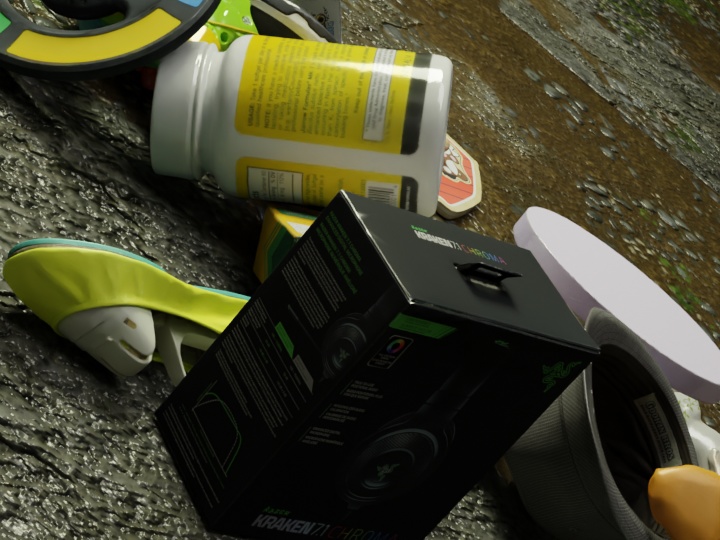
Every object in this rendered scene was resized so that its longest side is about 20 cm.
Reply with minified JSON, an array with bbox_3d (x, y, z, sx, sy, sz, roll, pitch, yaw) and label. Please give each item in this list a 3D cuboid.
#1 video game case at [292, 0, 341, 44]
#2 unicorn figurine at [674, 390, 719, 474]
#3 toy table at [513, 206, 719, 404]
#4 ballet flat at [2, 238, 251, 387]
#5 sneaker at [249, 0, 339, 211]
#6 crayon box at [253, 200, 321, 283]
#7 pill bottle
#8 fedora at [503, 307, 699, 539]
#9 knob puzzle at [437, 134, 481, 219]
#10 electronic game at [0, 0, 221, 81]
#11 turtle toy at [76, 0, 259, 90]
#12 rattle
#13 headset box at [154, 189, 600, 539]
[{"bbox_3d":[-0.047,-0.207,1.556,0.045,0.182,0.200,-6,35,-5],"label":"video game case"},{"bbox_3d":[0.293,0.151,1.580,0.200,0.074,0.137,32,29,16],"label":"unicorn figurine"},{"bbox_3d":[0.169,0.059,1.471,0.200,0.117,0.184,46,23,16],"label":"toy table"},{"bbox_3d":[-0.121,0.034,1.139,0.200,0.067,0.067,19,52,-45],"label":"ballet flat"},{"bbox_3d":[-0.041,-0.114,1.434,0.072,0.083,0.200,35,-20,54],"label":"sneaker"},{"bbox_3d":[0.000,0.000,1.290,0.125,0.052,0.200,12,7,-10],"label":"crayon box"},{"bbox_3d":[-0.040,-0.103,1.347,0.199,0.115,0.114,7,25,3],"label":"pill bottle"},{"bbox_3d":[0.158,0.125,1.332,0.200,0.090,0.177,32,46,-52],"label":"fedora"},{"bbox_3d":[0.042,-0.122,1.716,0.219,0.030,0.220,34,23,-17],"label":"knob puzzle"},{"bbox_3d":[-0.188,-0.209,1.347,0.200,0.200,0.042,57,-14,34],"label":"electronic game"},{"bbox_3d":[-0.132,-0.186,1.461,0.200,0.101,0.146,40,46,-9],"label":"turtle toy"},{"bbox_3d":[0.257,0.209,1.342,0.143,0.130,0.200,20,2,12],"label":"rattle"},{"bbox_3d":[0.014,0.060,1.119,0.174,0.200,0.093,17,32,-46],"label":"headset box"}]
